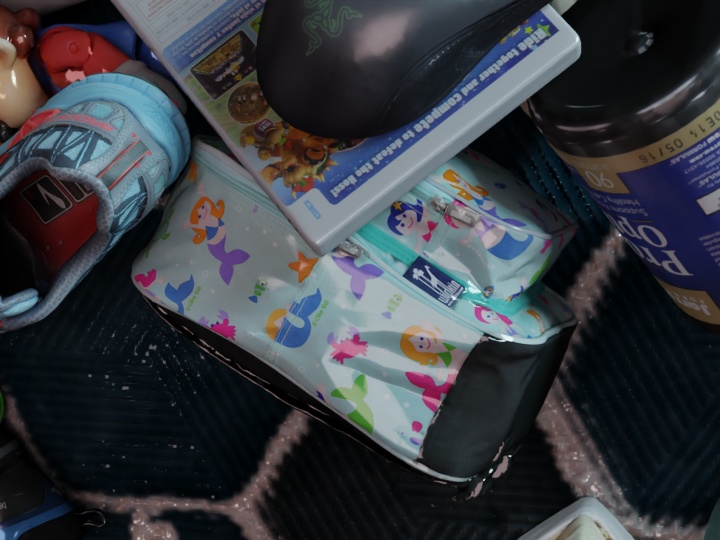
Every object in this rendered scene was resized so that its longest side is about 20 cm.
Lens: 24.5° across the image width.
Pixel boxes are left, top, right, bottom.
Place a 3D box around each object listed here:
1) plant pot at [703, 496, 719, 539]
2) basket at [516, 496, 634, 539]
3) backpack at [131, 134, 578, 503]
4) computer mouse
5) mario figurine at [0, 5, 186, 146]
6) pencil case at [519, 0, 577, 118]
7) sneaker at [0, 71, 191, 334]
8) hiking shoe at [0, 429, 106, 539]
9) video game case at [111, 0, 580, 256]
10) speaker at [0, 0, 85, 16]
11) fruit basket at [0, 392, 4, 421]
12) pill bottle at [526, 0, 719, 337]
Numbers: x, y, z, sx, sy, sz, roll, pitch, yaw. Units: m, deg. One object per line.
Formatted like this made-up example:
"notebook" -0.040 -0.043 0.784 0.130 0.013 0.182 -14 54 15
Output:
"plant pot" 0.240 0.144 0.774 0.135 0.200 0.200 -1 101 46
"basket" 0.078 0.233 0.836 0.200 0.123 0.136 -39 91 13
"backpack" 0.000 0.000 0.787 0.200 0.178 0.151 24 99 13
"computer mouse" 0.034 -0.140 0.684 0.200 0.053 0.138 -44 71 -6
"mario figurine" -0.140 -0.081 0.813 0.200 0.123 0.106 -3 61 -13
"pencil case" 0.141 -0.148 0.786 0.089 0.078 0.200 36 105 -25
"sneaker" -0.166 -0.011 0.741 0.079 0.096 0.200 43 121 -14
"hiking shoe" -0.233 0.185 0.911 0.087 0.074 0.200 41 104 3
"video game case" -0.021 -0.123 0.726 0.143 0.018 0.200 -38 69 -4
"speaker" -0.201 -0.159 0.848 0.200 0.081 0.081 -16 96 12
"fruit basket" -0.246 0.002 0.858 0.215 0.155 0.216 8 108 26
"pill bottle" 0.170 -0.039 0.747 0.112 0.112 0.200 -34 123 14
